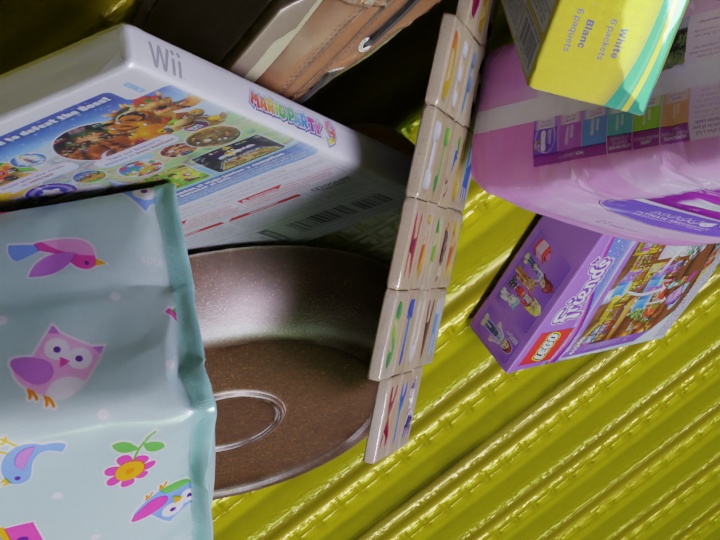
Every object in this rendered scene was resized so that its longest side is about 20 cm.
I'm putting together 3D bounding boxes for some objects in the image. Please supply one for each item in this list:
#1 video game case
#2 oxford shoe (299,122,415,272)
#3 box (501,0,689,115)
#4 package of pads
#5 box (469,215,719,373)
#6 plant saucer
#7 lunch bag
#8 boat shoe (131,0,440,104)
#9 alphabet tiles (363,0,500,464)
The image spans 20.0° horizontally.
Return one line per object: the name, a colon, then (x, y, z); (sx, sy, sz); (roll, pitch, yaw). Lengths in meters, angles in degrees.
video game case: (-0.082, -0.033, 0.748); (0.142, 0.018, 0.200); (-19, 161, 26)
oxford shoe: (0.000, 0.000, 0.920); (0.074, 0.058, 0.200); (1, 150, -5)
box: (0.100, -0.168, 0.682); (0.048, 0.118, 0.201); (12, 118, -10)
package of pads: (0.146, -0.057, 0.785); (0.120, 0.076, 0.199); (9, 171, -31)
box: (0.157, -0.035, 1.071); (0.136, 0.039, 0.201); (-9, 142, -44)
plant saucer: (-0.062, 0.055, 0.887); (0.198, 0.032, 0.201); (-12, 152, -7)
lunch bag: (-0.139, 0.075, 0.764); (0.169, 0.123, 0.201); (-7, 145, -10)
boat shoe: (0.005, -0.126, 0.723); (0.199, 0.072, 0.068); (-36, 154, 24)
alphabet tiles: (0.031, -0.026, 0.809); (0.166, 0.006, 0.202); (4, 97, -81)
